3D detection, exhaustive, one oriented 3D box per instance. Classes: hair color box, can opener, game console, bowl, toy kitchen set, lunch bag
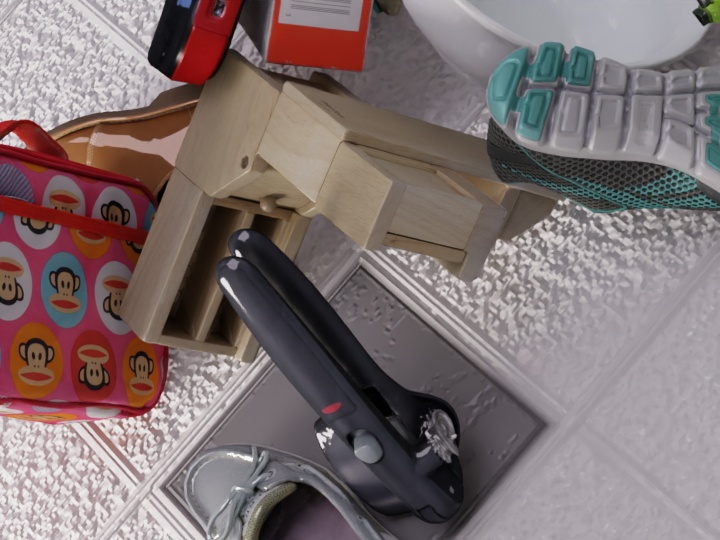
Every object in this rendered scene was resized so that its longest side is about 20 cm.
[{"bbox_3d":[-0.036,-0.196,1.316,0.200,0.064,0.111,-124,40,-68],"label":"hair color box"},{"bbox_3d":[-0.011,0.061,1.153,0.078,0.200,0.063,-28,29,18],"label":"can opener"},{"bbox_3d":[-0.082,-0.210,1.282,0.177,0.031,0.201,-145,73,-72],"label":"game console"},{"bbox_3d":[0.095,-0.164,1.248,0.090,0.200,0.202,122,145,-46],"label":"bowl"},{"bbox_3d":[0.000,0.000,1.244,0.200,0.163,0.181,41,113,50],"label":"toy kitchen set"},{"bbox_3d":[-0.196,-0.001,1.290,0.082,0.200,0.177,-6,80,31],"label":"lunch bag"}]

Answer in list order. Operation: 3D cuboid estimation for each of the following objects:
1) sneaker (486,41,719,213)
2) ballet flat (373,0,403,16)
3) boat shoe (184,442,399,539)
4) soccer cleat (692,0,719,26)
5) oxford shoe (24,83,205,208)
[{"bbox_3d":[0.159,-0.064,1.170,0.199,0.091,0.078,15,64,-4],"label":"sneaker"},{"bbox_3d":[0.016,-0.251,1.400,0.062,0.067,0.200,-20,55,10],"label":"ballet flat"},{"bbox_3d":[-0.030,0.147,1.201,0.202,0.065,0.075,34,85,40],"label":"boat shoe"},{"bbox_3d":[0.255,-0.102,1.117,0.081,0.068,0.200,-40,82,-1],"label":"soccer cleat"},{"bbox_3d":[-0.153,-0.059,1.396,0.199,0.071,0.071,-19,61,21],"label":"oxford shoe"}]
